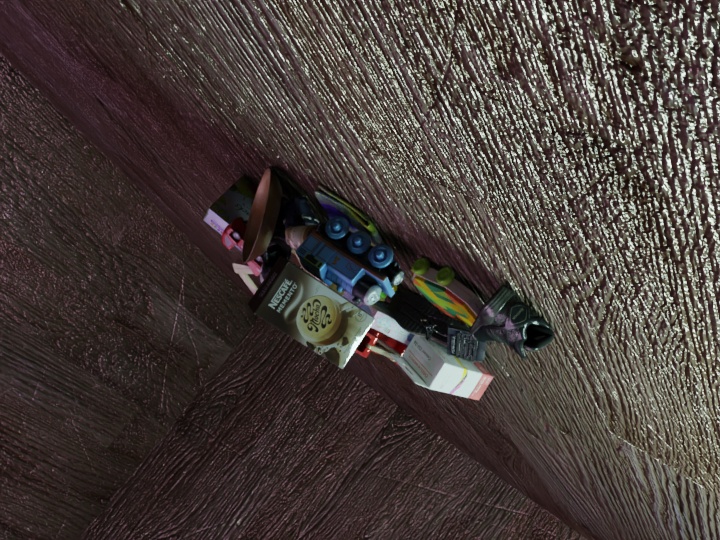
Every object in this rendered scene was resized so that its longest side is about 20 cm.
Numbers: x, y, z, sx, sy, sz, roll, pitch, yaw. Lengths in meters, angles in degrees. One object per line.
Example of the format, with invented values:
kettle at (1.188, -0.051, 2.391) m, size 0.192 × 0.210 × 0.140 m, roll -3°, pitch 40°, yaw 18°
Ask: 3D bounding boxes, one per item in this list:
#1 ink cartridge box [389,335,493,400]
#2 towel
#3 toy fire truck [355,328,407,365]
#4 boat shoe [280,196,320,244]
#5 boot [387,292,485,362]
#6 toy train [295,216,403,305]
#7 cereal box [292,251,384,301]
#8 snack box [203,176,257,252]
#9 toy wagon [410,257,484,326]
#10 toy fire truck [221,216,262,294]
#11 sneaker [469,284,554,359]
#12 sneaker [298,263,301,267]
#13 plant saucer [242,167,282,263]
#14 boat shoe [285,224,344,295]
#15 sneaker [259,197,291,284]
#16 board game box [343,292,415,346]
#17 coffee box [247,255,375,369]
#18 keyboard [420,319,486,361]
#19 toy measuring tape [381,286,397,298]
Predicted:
ink cartridge box at (0.170, 0.200, 1.825) m, size 0.200 × 0.068 × 0.116 m, roll 18°, pitch -162°, yaw -40°
towel at (-0.013, -0.080, 1.646) m, size 0.143 × 0.023 × 0.200 m, roll 36°, pitch 169°, yaw 22°
toy fire truck at (0.045, 0.164, 1.879) m, size 0.200 × 0.049 × 0.141 m, roll 28°, pitch -175°, yaw -27°
boat shoe at (-0.112, -0.105, 1.790) m, size 0.200 × 0.074 × 0.093 m, roll -19°, pitch -82°, yaw -82°
boot at (0.158, 0.129, 1.808) m, size 0.200 × 0.078 × 0.138 m, roll 32°, pitch 172°, yaw 37°
toy train at (-0.018, -0.013, 1.574) m, size 0.200 × 0.114 × 0.087 m, roll 34°, pitch 168°, yaw 26°
cereal box at (-0.042, -0.001, 1.903) m, size 0.200 × 0.040 × 0.144 m, roll 32°, pitch -173°, yaw 21°
snack box at (-0.237, -0.103, 1.970) m, size 0.200 × 0.142 × 0.053 m, roll 39°, pitch 138°, yaw -2°
toy wagon at (0.150, 0.040, 1.551) m, size 0.155 × 0.040 × 0.200 m, roll 47°, pitch 166°, yaw -35°
toy fire truck at (-0.237, -0.011, 1.908) m, size 0.200 × 0.049 × 0.141 m, roll 45°, pitch 136°, yaw -8°
sneaker at (0.241, 0.100, 1.394) m, size 0.114 × 0.076 × 0.200 m, roll 43°, pitch 165°, yaw 11°
sneaker at (-0.082, 0.010, 2.099) m, size 0.070 × 0.076 × 0.200 m, roll 46°, pitch 168°, yaw -33°
plant saucer at (-0.196, -0.107, 1.756) m, size 0.035 × 0.201 × 0.200 m, roll 14°, pitch 176°, yaw -16°
boat shoe at (-0.083, -0.018, 1.706) m, size 0.063 × 0.073 × 0.200 m, roll 7°, pitch 140°, yaw 30°
sneaker at (-0.168, -0.065, 1.813) m, size 0.066 × 0.201 × 0.091 m, roll 10°, pitch 164°, yaw -9°
board game box at (0.052, 0.101, 1.915) m, size 0.199 × 0.043 × 0.200 m, roll 27°, pitch -173°, yaw -35°
coffee box at (-0.090, 0.075, 1.574) m, size 0.200 × 0.113 × 0.080 m, roll 34°, pitch 179°, yaw -19°
keyboard at (0.173, 0.132, 1.629) m, size 0.127 × 0.021 × 0.200 m, roll 18°, pitch 163°, yaw 12°
toy measuring tape at (0.000, 0.000, 1.780) m, size 0.200 × 0.074 × 0.074 m, roll 21°, pitch 161°, yaw 36°
